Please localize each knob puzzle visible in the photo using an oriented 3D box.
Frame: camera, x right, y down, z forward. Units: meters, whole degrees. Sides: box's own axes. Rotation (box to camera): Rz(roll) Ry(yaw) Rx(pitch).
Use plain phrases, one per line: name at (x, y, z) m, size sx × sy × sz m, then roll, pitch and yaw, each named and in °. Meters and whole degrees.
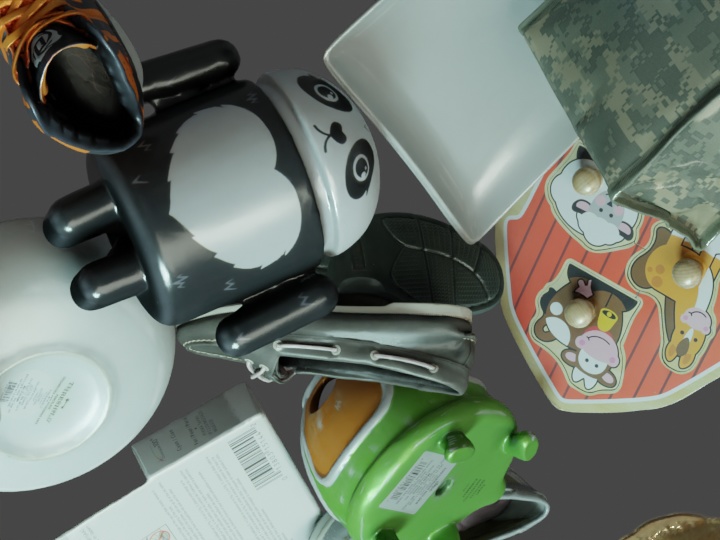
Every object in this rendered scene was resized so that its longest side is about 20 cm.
knob puzzle at (0.172, 0.011, 1.140) m, size 0.030 × 0.220 × 0.220 m, roll -20°, pitch 142°, yaw -61°

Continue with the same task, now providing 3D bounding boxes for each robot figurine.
robot figurine at (-0.085, -0.043, 1.002) m, size 0.200 × 0.125 × 0.150 m, roll -23°, pitch 129°, yaw -15°

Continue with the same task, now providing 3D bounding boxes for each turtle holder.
turtle holder at (0.042, 0.115, 1.179) m, size 0.185 × 0.132 × 0.141 m, roll -15°, pitch 138°, yaw -40°

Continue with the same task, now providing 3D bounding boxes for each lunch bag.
lunch bag at (0.216, -0.143, 0.994) m, size 0.118 × 0.164 × 0.200 m, roll 23°, pitch 123°, yaw -40°

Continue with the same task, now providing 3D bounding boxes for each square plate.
square plate at (0.089, -0.145, 1.068) m, size 0.200 × 0.028 × 0.198 m, roll -46°, pitch 131°, yaw -4°

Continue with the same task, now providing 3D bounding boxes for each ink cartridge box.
ink cartridge box at (-0.116, 0.197, 1.218) m, size 0.176 × 0.045 × 0.200 m, roll -30°, pitch 131°, yaw -6°

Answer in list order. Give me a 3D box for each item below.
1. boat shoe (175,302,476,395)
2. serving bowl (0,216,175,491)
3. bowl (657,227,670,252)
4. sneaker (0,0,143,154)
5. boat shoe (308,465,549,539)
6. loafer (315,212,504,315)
boat shoe at (-0.025, 0.053, 1.092) m, size 0.200 × 0.057 × 0.067 m, roll -2°, pitch 165°, yaw 10°
serving bowl at (-0.207, 0.067, 1.063) m, size 0.200 × 0.066 × 0.200 m, roll -13°, pitch 128°, yaw -18°
bowl at (0.282, -0.041, 1.212) m, size 0.201 × 0.094 × 0.201 m, roll -11°, pitch 126°, yaw -15°
sneaker at (-0.173, -0.143, 0.876) m, size 0.078 × 0.112 × 0.200 m, roll -40°, pitch 115°, yaw 3°
boat shoe at (0.049, 0.192, 1.260) m, size 0.202 × 0.065 × 0.074 m, roll -12°, pitch 115°, yaw -35°
loafer at (0.000, 0.000, 1.133) m, size 0.200 × 0.072 × 0.063 m, roll 7°, pitch 160°, yaw -29°
